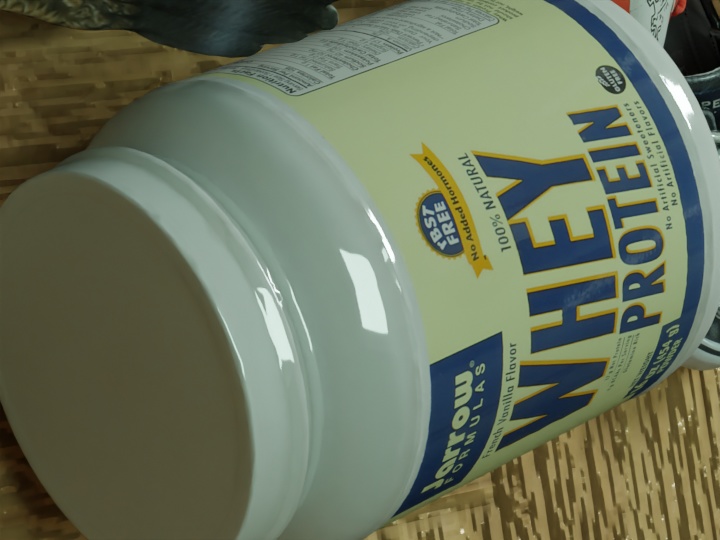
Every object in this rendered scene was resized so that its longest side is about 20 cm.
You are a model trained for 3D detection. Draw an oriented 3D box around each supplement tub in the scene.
[{"bbox_3d":[0.000,0.000,0.862,0.199,0.145,0.146,-24,99,-39],"label":"supplement tub"}]

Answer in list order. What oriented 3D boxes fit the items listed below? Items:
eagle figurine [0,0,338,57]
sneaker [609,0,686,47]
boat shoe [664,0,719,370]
[{"bbox_3d":[-0.127,-0.090,0.784,0.199,0.151,0.152,-26,79,-27],"label":"eagle figurine"},{"bbox_3d":[0.105,-0.134,0.939,0.107,0.067,0.203,-11,104,-27],"label":"sneaker"},{"bbox_3d":[0.109,-0.059,1.009,0.072,0.068,0.201,-28,102,-38],"label":"boat shoe"}]
